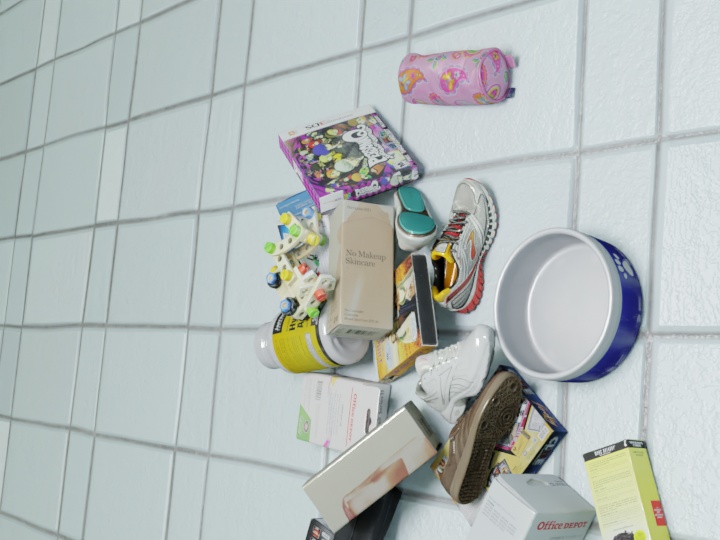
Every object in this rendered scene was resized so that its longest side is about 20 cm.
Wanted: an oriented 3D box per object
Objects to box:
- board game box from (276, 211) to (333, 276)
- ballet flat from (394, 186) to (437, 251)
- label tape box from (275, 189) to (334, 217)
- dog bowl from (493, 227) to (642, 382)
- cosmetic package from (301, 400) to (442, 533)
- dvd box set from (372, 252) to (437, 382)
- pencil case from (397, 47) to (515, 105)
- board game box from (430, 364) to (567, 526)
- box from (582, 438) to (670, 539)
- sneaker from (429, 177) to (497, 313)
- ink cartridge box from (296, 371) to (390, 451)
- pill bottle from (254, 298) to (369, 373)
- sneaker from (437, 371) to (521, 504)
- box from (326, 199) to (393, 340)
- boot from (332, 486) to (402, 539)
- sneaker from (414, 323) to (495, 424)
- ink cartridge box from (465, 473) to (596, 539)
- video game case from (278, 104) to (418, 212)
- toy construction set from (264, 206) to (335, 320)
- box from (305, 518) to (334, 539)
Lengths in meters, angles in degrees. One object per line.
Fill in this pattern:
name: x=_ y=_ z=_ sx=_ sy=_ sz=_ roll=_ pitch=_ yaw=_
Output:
board game box: x=-0.067 y=0.004 z=1.693 sx=0.124 sy=0.034 sz=0.204 roll=-3 pitch=107 yaw=41
ballet flat: x=0.081 y=-0.068 z=1.557 sx=0.070 sy=0.068 sz=0.201 roll=-59 pitch=15 yaw=21
label tape box: x=-0.047 y=-0.051 z=1.719 sx=0.143 sy=0.063 sz=0.203 roll=-18 pitch=97 yaw=44
dog bowl: x=0.278 y=0.049 z=1.335 sx=0.198 sy=0.078 sz=0.205 roll=-14 pitch=71 yaw=46
cosmetic package: x=0.020 y=0.293 z=1.488 sx=0.199 sy=0.103 sz=0.088 roll=-38 pitch=84 yaw=8
dvd box set: x=0.063 y=0.078 z=1.551 sx=0.200 sy=0.029 sz=0.150 roll=132 pitch=136 yaw=-62
pencil case: x=0.149 y=-0.305 z=1.558 sx=0.198 sy=0.086 sz=0.090 roll=8 pitch=88 yaw=48
board game box: x=0.194 y=0.258 z=1.418 sx=0.202 sy=0.034 sz=0.136 roll=-59 pitch=45 yaw=22
box: x=0.340 y=0.319 z=1.230 sx=0.075 sy=0.049 sz=0.204 roll=-31 pitch=59 yaw=40
sneaker: x=0.152 y=-0.040 z=1.494 sx=0.077 sy=0.081 sz=0.205 roll=3 pitch=83 yaw=48
ink cartridge box: x=-0.017 y=0.238 z=1.636 sx=0.198 sy=0.066 sz=0.120 roll=4 pitch=86 yaw=49
pill bottle: x=-0.087 y=0.113 z=1.659 sx=0.198 sy=0.110 sz=0.114 roll=-16 pitch=70 yaw=43
sneaker: x=0.158 y=0.224 z=1.389 sx=0.075 sy=0.069 sz=0.204 roll=35 pitch=107 yaw=51
box: x=0.000 y=0.000 z=1.559 sx=0.078 sy=0.093 sz=0.205 roll=137 pitch=135 yaw=-66
boot: x=-0.036 y=0.421 z=1.560 sx=0.162 sy=0.066 sz=0.203 roll=4 pitch=62 yaw=32
sneaker: x=0.129 y=0.142 z=1.419 sx=0.079 sy=0.098 sz=0.202 roll=-65 pitch=-2 yaw=-46
ink cartridge box: x=0.204 y=0.377 z=1.297 sx=0.082 sy=0.144 sz=0.203 roll=35 pitch=108 yaw=44
video game case: x=-0.023 y=-0.192 z=1.657 sx=0.036 sy=0.178 sz=0.201 roll=85 pitch=160 yaw=-44
toy construction set: x=-0.090 y=-0.001 z=1.572 sx=0.131 sy=0.091 sz=0.202 roll=-46 pitch=37 yaw=19
box: x=-0.030 y=0.521 z=1.607 sx=0.198 sy=0.044 sz=0.164 roll=23 pitch=98 yaw=48
